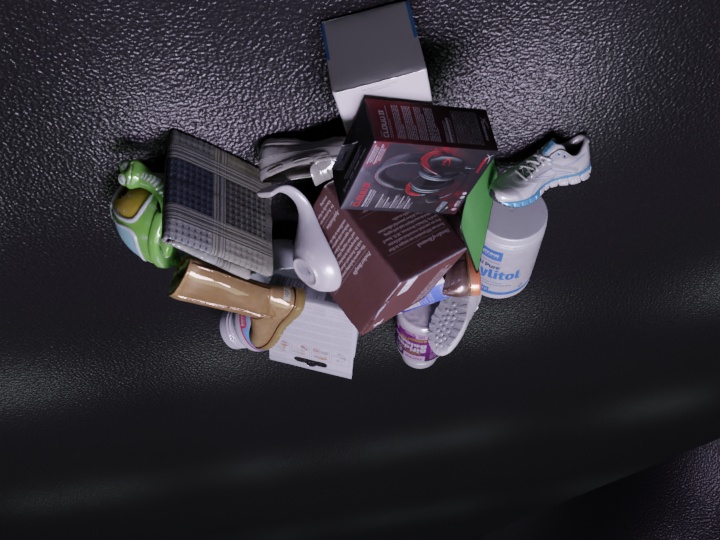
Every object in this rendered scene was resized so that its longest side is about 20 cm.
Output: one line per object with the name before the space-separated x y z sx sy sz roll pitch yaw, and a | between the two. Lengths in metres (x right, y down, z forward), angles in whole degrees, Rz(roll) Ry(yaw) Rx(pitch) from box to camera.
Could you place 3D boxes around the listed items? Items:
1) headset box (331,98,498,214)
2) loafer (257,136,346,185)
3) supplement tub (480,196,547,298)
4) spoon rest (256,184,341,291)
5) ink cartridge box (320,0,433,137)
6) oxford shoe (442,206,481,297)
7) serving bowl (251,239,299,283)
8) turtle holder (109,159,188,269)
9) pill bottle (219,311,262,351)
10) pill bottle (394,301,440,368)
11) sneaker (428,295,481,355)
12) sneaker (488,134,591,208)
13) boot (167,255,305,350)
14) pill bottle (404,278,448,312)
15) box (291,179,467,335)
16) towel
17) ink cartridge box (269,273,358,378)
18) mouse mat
headset box | 0.060 -0.149 1.194 0.198 0.075 0.149 2 148 -22
loafer | -0.058 -0.161 1.348 0.198 0.070 0.070 0 162 14
supplement tub | 0.257 -0.051 1.604 0.131 0.133 0.200 -8 149 -4
spoon rest | -0.087 -0.052 1.390 0.099 0.061 0.201 5 129 49
ink cartridge box | 0.033 -0.243 1.231 0.124 0.129 0.200 -14 150 5
oxford shoe | 0.155 -0.041 1.524 0.072 0.201 0.072 -6 139 -1
serving bowl | -0.155 -0.014 1.577 0.198 0.066 0.200 -9 170 -2
turtle holder | -0.319 -0.084 1.364 0.131 0.142 0.185 24 -178 14
pill bottle | -0.165 0.092 1.665 0.199 0.110 0.109 -14 152 34
pill bottle | 0.128 0.126 1.866 0.111 0.113 0.201 -8 148 -4
sneaker | 0.197 0.077 1.748 0.076 0.201 0.080 17 170 35
sneaker | 0.296 -0.174 1.467 0.199 0.075 0.087 -25 140 -18
boot | -0.209 0.051 1.413 0.199 0.067 0.175 15 139 -25
pill bottle | 0.092 0.018 1.682 0.199 0.113 0.112 -19 148 14
box | 0.027 -0.042 1.432 0.164 0.200 0.166 -28 164 -38
towel | -0.212 -0.095 1.337 0.199 0.194 0.034 23 143 -40
ink cartridge box | -0.081 0.099 1.547 0.161 0.057 0.201 13 145 6
mouse mat | 0.191 -0.115 1.429 0.007 0.201 0.161 6 154 21
